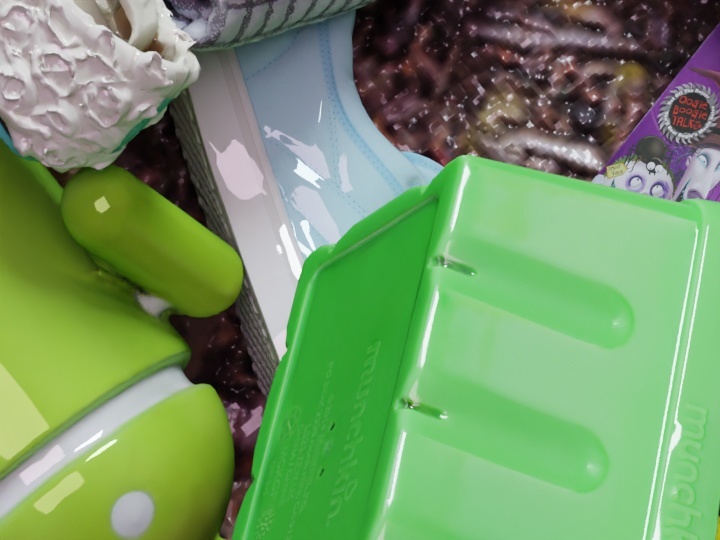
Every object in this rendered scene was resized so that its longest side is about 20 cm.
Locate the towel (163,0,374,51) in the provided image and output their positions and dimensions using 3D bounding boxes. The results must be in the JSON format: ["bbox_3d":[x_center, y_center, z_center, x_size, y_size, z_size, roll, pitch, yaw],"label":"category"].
[{"bbox_3d":[-0.053,-0.171,0.772,0.200,0.165,0.086,49,126,10],"label":"towel"}]

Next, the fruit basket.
[{"bbox_3d":[0.065,0.092,0.710,0.215,0.155,0.217,13,65,-29],"label":"fruit basket"}]

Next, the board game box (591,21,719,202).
[{"bbox_3d":[0.162,0.007,0.765,0.200,0.032,0.120,38,86,31],"label":"board game box"}]

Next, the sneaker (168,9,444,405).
[{"bbox_3d":[0.000,0.000,0.789,0.082,0.074,0.201,-18,86,-9],"label":"sneaker"}]

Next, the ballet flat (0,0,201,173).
[{"bbox_3d":[-0.102,-0.125,0.680,0.072,0.072,0.201,-28,98,-6],"label":"ballet flat"}]

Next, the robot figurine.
[{"bbox_3d":[-0.119,0.034,0.757,0.175,0.116,0.200,-39,84,8],"label":"robot figurine"}]
